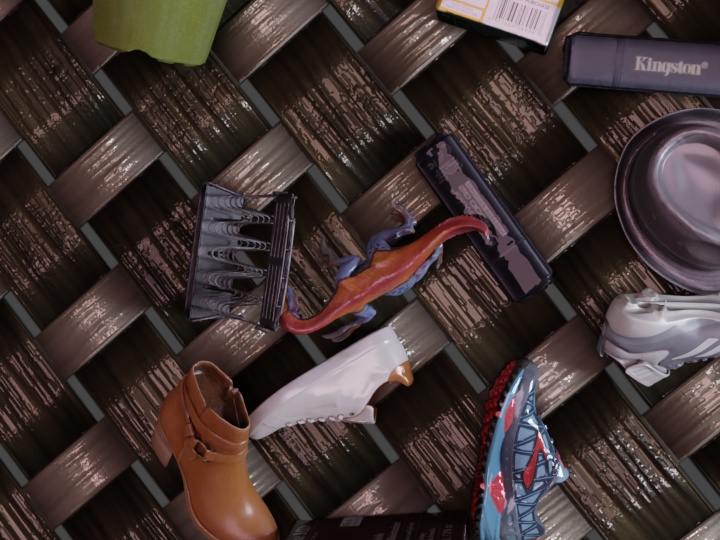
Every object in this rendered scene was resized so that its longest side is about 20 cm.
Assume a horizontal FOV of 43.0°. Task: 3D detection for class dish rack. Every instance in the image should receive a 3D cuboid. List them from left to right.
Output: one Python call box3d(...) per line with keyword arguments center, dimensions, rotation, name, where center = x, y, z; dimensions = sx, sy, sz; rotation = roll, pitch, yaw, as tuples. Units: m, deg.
box3d(center=(-0.124, -0.014, 0.947), dimensions=(0.054, 0.200, 0.155), rotation=(6, 91, -27), name="dish rack")

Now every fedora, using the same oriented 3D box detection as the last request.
box3d(center=(0.353, -0.072, 0.915), dimensions=(0.176, 0.090, 0.201), rotation=(-38, 85, 7), name="fedora")

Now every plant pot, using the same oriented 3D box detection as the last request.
box3d(center=(-0.207, -0.323, 0.963), dimensions=(0.198, 0.200, 0.192), rotation=(16, 104, 8), name="plant pot")

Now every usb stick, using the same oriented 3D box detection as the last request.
box3d(center=(0.132, -0.056, 0.979), dimensions=(0.055, 0.033, 0.201), rotation=(-36, 85, 14), name="usb stick")
box3d(center=(0.308, -0.212, 0.943), dimensions=(0.198, 0.033, 0.056), rotation=(7, 90, 8), name="usb stick")

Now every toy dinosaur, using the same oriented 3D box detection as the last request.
box3d(center=(0.000, 0.000, 0.938), dimensions=(0.181, 0.200, 0.105), rotation=(-38, 93, -36), name="toy dinosaur")

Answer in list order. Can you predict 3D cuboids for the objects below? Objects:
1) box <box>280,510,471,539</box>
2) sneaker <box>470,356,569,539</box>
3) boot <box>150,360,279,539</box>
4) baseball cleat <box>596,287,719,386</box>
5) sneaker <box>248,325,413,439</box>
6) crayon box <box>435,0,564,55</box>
box3d(center=(0.017, 0.352, 0.933), dimensions=(0.198, 0.166, 0.166), rotation=(-5, 91, 8), name="box")
box3d(center=(0.173, 0.190, 0.963), dimensions=(0.094, 0.079, 0.202), rotation=(8, 100, -1), name="sneaker")
box3d(center=(-0.140, 0.202, 0.965), dimensions=(0.200, 0.074, 0.155), rotation=(44, 134, 9), name="boot")
box3d(center=(0.341, 0.070, 0.939), dimensions=(0.198, 0.070, 0.107), rotation=(8, 125, -4), name="baseball cleat")
box3d(center=(-0.034, 0.144, 0.985), dimensions=(0.199, 0.073, 0.085), rotation=(-31, 84, 6), name="sneaker")
box3d(center=(0.171, -0.345, 0.961), dimensions=(0.125, 0.052, 0.202), rotation=(20, 94, 8), name="crayon box")
